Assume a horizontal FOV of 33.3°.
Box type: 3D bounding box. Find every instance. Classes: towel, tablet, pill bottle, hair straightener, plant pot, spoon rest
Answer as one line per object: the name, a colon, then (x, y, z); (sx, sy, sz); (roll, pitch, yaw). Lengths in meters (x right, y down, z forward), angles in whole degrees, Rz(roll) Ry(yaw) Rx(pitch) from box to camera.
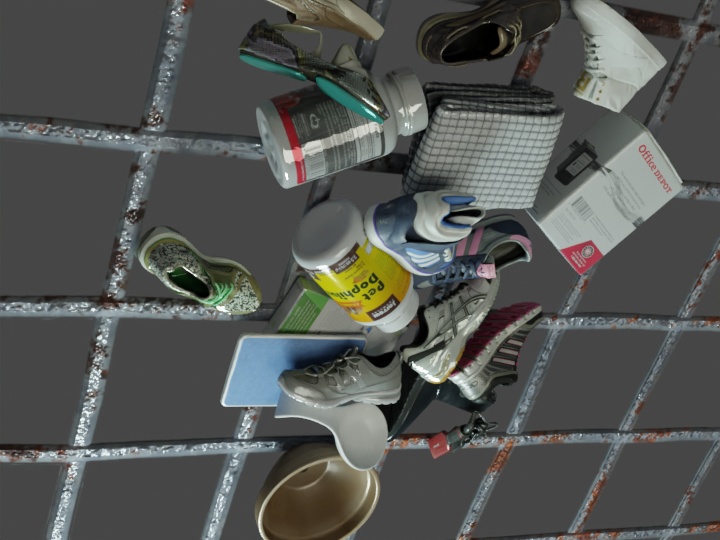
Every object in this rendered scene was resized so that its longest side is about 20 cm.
towel: (0.155, -0.166, 1.607); (0.197, 0.086, 0.167); (0, 133, -20)
tablet: (-0.094, 0.142, 1.720); (0.197, 0.014, 0.131); (3, 124, -26)
pill bottle: (-0.021, -0.183, 1.488); (0.198, 0.111, 0.112); (-19, 131, -11)
hair straightener: (0.167, 0.250, 1.898); (0.076, 0.041, 0.200); (-14, 160, -18)
plant pot: (-0.077, 0.334, 1.866); (0.198, 0.093, 0.203); (-14, 130, -17)
pill bottle: (0.000, 0.000, 1.638); (0.109, 0.110, 0.200); (-38, 132, 6)
spoon rest: (-0.031, 0.227, 1.755); (0.199, 0.060, 0.101); (27, 70, -35)

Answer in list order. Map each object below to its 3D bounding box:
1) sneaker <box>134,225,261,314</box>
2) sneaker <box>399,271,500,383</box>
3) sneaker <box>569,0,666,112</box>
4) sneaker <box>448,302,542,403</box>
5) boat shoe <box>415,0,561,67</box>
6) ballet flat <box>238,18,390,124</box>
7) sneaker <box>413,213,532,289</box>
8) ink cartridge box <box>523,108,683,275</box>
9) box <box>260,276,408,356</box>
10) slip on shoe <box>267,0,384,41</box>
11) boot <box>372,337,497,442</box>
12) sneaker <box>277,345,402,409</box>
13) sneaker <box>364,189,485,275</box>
sneaker: (-0.204, 0.022, 1.569); (0.199, 0.089, 0.077); (28, 109, -39)
sneaker: (0.130, 0.061, 1.757); (0.087, 0.076, 0.202); (31, 82, -9)
sneaker: (0.318, -0.283, 1.604); (0.199, 0.074, 0.116); (30, 105, -40)
sneaker: (0.212, 0.127, 1.822); (0.200, 0.073, 0.088); (-42, 113, -30)
boat shoe: (0.169, -0.296, 1.520); (0.198, 0.074, 0.075); (-20, 131, -11)
ballet flat: (-0.046, -0.242, 1.408); (0.198, 0.072, 0.073); (26, 119, 7)
sneaker: (0.151, -0.015, 1.719); (0.198, 0.082, 0.071); (-25, 133, -7)
ink cartridge box: (0.344, -0.115, 1.736); (0.200, 0.084, 0.145); (-41, 131, 7)
box: (-0.045, 0.100, 1.744); (0.198, 0.036, 0.145); (21, 114, -37)
slip on shoe: (-0.062, -0.311, 1.394); (0.199, 0.076, 0.061); (25, 106, -34)
boot: (0.122, 0.201, 1.872); (0.167, 0.077, 0.202); (21, 107, -32)
sneaker: (-0.028, 0.142, 1.707); (0.198, 0.075, 0.083); (0, 112, -33)
sneaker: (0.113, -0.049, 1.586); (0.145, 0.082, 0.199); (-8, 161, 35)
